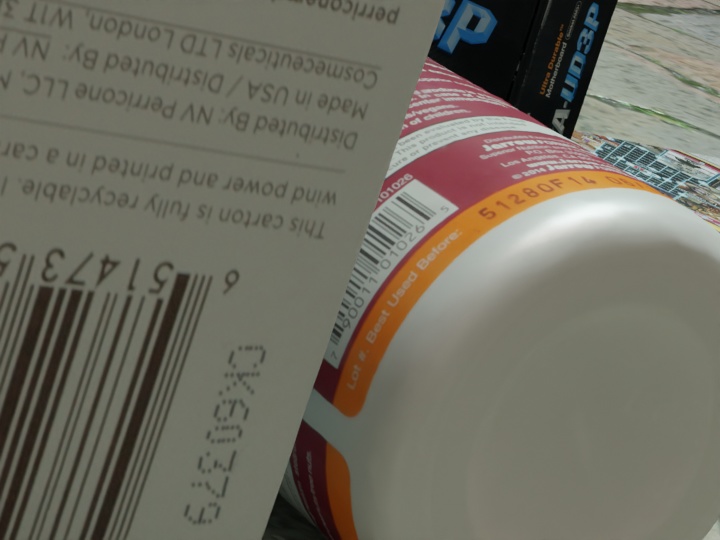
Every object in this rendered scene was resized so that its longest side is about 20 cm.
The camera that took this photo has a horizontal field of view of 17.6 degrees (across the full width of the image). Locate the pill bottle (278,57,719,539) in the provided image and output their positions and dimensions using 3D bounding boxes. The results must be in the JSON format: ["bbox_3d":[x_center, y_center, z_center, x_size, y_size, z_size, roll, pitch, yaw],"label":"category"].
[{"bbox_3d":[0.000,0.000,0.580,0.109,0.110,0.200,8,18,-36],"label":"pill bottle"}]

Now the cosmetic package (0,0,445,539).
[{"bbox_3d":[-0.116,-0.045,0.485,0.164,0.166,0.200,7,18,-42],"label":"cosmetic package"}]

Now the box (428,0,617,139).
[{"bbox_3d":[0.003,-0.109,0.885,0.199,0.160,0.046,30,20,36],"label":"box"}]

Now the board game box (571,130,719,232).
[{"bbox_3d":[0.171,-0.003,0.956,0.135,0.035,0.200,9,18,-35],"label":"board game box"}]
